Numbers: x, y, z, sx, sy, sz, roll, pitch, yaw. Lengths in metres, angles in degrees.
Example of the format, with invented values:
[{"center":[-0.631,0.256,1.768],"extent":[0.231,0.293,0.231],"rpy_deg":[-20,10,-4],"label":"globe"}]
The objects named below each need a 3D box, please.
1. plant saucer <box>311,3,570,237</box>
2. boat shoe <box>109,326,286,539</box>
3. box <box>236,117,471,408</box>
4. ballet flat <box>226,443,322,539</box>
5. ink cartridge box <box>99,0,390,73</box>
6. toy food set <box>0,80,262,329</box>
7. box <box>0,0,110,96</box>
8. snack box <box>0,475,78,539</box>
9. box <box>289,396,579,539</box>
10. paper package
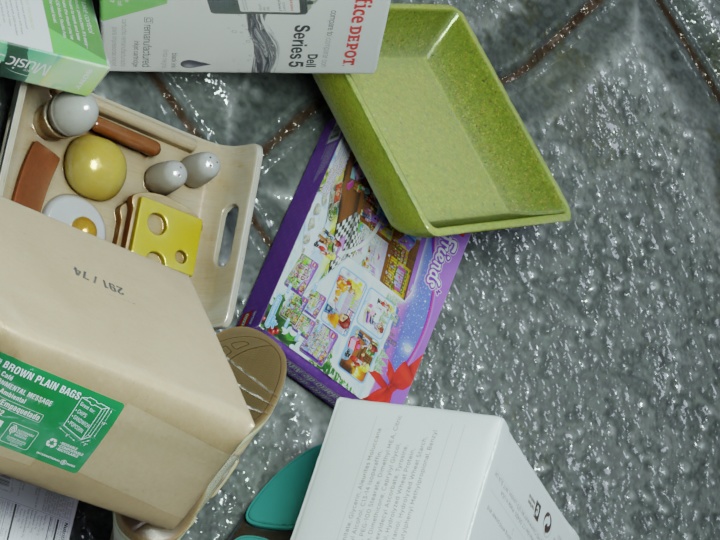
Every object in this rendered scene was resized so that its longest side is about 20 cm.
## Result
[{"center":[0.049,-0.106,1.714],"extent":[0.200,0.048,0.200],"rpy_deg":[-8,66,-53],"label":"plant saucer"},{"center":[-0.116,0.121,1.568],"extent":[0.072,0.065,0.200],"rpy_deg":[31,51,-1],"label":"boat shoe"},{"center":[0.000,0.000,1.700],"extent":[0.137,0.039,0.200],"rpy_deg":[37,59,-24],"label":"box"},{"center":[-0.060,0.201,1.595],"extent":[0.073,0.073,0.200],"rpy_deg":[56,47,-13],"label":"ballet flat"},{"center":[-0.079,-0.206,1.566],"extent":[0.199,0.146,0.084],"rpy_deg":[0,65,-7],"label":"ink cartridge box"},{"center":[-0.162,-0.055,1.575],"extent":[0.200,0.060,0.144],"rpy_deg":[22,66,-31],"label":"toy food set"},{"center":[-0.270,-0.197,1.509],"extent":[0.199,0.036,0.145],"rpy_deg":[10,48,-34],"label":"box"},{"center":[-0.235,0.216,1.475],"extent":[0.072,0.024,0.201],"rpy_deg":[25,65,-32],"label":"snack box"},{"center":[0.044,0.223,1.572],"extent":[0.199,0.130,0.201],"rpy_deg":[56,45,-52],"label":"box"},{"center":[-0.189,0.052,1.442],"extent":[0.200,0.191,0.104],"rpy_deg":[25,109,-31],"label":"paper package"}]
